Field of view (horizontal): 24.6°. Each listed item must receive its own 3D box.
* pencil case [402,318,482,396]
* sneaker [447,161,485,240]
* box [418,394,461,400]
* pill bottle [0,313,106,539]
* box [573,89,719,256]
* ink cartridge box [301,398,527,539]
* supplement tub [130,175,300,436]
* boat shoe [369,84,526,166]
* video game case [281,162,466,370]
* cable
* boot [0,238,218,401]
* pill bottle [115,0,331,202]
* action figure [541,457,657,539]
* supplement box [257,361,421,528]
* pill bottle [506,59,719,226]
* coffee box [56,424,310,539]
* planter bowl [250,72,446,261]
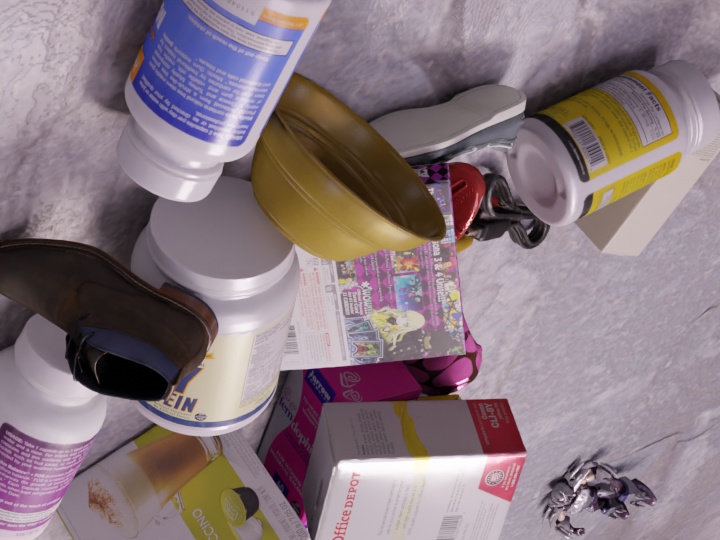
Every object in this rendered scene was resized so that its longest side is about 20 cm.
[{"bbox_3d":[0.076,0.062,1.743,0.093,0.091,0.200,-25,152,1],"label":"pencil case"},{"bbox_3d":[0.070,-0.062,1.574,0.200,0.078,0.116,-39,-176,47],"label":"sneaker"},{"bbox_3d":[0.085,0.178,1.839,0.064,0.070,0.200,-3,173,5],"label":"box"},{"bbox_3d":[-0.287,0.135,1.431,0.112,0.112,0.200,-2,134,-45],"label":"pill bottle"},{"bbox_3d":[0.321,-0.112,1.800,0.082,0.068,0.200,5,128,-49],"label":"box"},{"bbox_3d":[0.050,0.207,1.671,0.199,0.084,0.145,0,133,-15],"label":"ink cartridge box"},{"bbox_3d":[-0.131,0.031,1.431,0.145,0.145,0.200,-20,144,-29],"label":"supplement tub"},{"bbox_3d":[0.073,-0.116,1.521,0.200,0.073,0.062,-23,131,-34],"label":"boat shoe"},{"bbox_3d":[0.000,0.000,1.504,0.181,0.036,0.201,-6,127,4],"label":"video game case"},{"bbox_3d":[0.142,-0.063,1.722,0.200,0.050,0.097,-10,123,-58],"label":"cable"},{"bbox_3d":[-0.216,0.038,1.299,0.097,0.199,0.075,-72,180,-58],"label":"boot"},{"bbox_3d":[-0.111,-0.154,1.245,0.112,0.112,0.200,-2,134,-45],"label":"pill bottle"},{"bbox_3d":[0.340,0.330,2.396,0.200,0.069,0.130,8,131,-47],"label":"action figure"},{"bbox_3d":[-0.027,0.168,1.761,0.103,0.101,0.200,-11,139,-36],"label":"supplement box"},{"bbox_3d":[0.256,-0.133,1.660,0.200,0.114,0.114,-25,147,-22],"label":"pill bottle"},{"bbox_3d":[-0.164,0.288,1.674,0.197,0.200,0.200,-32,149,-10],"label":"coffee box"},{"bbox_3d":[-0.029,-0.068,1.358,0.083,0.201,0.200,-47,148,18],"label":"planter bowl"}]
